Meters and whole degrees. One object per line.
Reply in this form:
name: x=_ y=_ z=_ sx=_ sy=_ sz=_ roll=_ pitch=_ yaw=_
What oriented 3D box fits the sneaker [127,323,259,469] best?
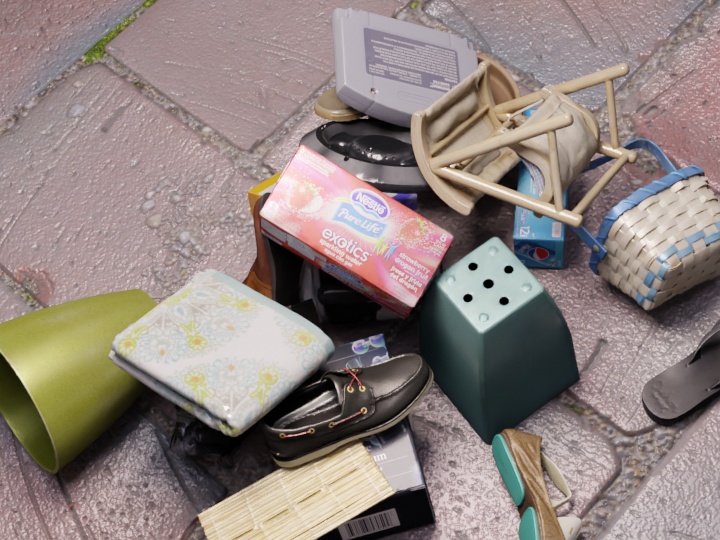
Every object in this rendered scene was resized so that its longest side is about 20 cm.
sneaker: x=-0.205 y=0.150 z=1.609 sx=0.199 sy=0.075 sz=0.114 roll=35 pitch=72 yaw=-19

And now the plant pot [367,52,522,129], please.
plant pot: x=0.113 y=-0.180 z=1.790 sx=0.199 sy=0.093 sz=0.203 roll=-5 pitch=59 yaw=8

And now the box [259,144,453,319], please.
box: x=-0.006 y=-0.040 z=1.526 sx=0.199 sy=0.100 sz=0.096 roll=31 pitch=80 yaw=2

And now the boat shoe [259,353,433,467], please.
boat shoe: x=-0.014 y=0.142 z=1.500 sx=0.200 sy=0.063 sz=0.074 roll=-25 pitch=39 yaw=-8

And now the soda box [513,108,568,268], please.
soda box: x=0.230 y=-0.105 z=1.737 sx=0.063 sy=0.068 sz=0.202 roll=3 pitch=59 yaw=11

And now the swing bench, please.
swing bench: x=0.189 y=-0.151 z=1.588 sx=0.198 sy=0.131 sz=0.199 roll=5 pitch=28 yaw=30

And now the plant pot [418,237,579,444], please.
plant pot: x=0.150 y=0.066 z=1.568 sx=0.141 sy=0.201 sz=0.141 roll=-34 pitch=59 yaw=-11

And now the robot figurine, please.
robot figurine: x=0.000 y=-0.001 z=1.679 sx=0.198 sy=0.150 sz=0.126 roll=-6 pitch=71 yaw=6

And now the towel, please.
towel: x=-0.154 y=0.088 z=1.522 sx=0.199 sy=0.048 sz=0.171 roll=27 pitch=47 yaw=27

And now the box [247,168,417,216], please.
box: x=-0.026 y=-0.083 z=1.670 sx=0.199 sy=0.042 sz=0.119 roll=21 pitch=40 yaw=37

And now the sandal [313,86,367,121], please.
sandal: x=0.016 y=-0.247 z=1.732 sx=0.199 sy=0.054 sz=0.080 roll=-35 pitch=38 yaw=-28

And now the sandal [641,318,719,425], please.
sandal: x=0.411 y=0.104 z=1.591 sx=0.200 sy=0.043 sz=0.076 roll=-39 pitch=60 yaw=-14

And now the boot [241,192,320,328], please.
boot: x=-0.146 y=0.020 z=1.654 sx=0.199 sy=0.068 sz=0.190 roll=-17 pitch=91 yaw=39

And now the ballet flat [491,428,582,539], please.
ballet flat: x=0.202 y=0.264 z=1.527 sx=0.072 sy=0.068 sz=0.201 roll=-3 pitch=52 yaw=-15

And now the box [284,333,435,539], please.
box: x=-0.013 y=0.197 z=1.571 sx=0.147 sy=0.107 sz=0.201 roll=-16 pitch=57 yaw=0

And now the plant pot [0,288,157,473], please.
plant pot: x=-0.328 y=0.110 z=1.656 sx=0.199 sy=0.188 sz=0.187 roll=-31 pitch=57 yaw=-27

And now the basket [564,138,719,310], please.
basket: x=0.333 y=-0.062 z=1.643 sx=0.175 sy=0.140 sz=0.201 roll=-23 pitch=63 yaw=-22

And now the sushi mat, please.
sushi mat: x=-0.070 y=0.251 z=1.478 sx=0.199 sy=0.012 sz=0.096 roll=-29 pitch=58 yaw=-8

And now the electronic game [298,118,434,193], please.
electronic game: x=0.024 y=-0.135 z=1.646 sx=0.198 sy=0.042 sz=0.200 roll=7 pitch=25 yaw=-3

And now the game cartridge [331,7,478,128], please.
game cartridge: x=0.057 y=-0.241 z=1.697 sx=0.198 sy=0.041 sz=0.134 roll=10 pitch=60 yaw=-27
